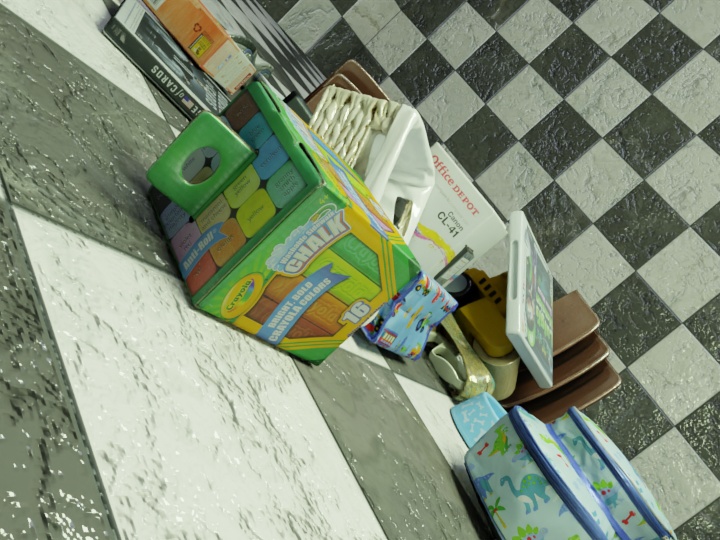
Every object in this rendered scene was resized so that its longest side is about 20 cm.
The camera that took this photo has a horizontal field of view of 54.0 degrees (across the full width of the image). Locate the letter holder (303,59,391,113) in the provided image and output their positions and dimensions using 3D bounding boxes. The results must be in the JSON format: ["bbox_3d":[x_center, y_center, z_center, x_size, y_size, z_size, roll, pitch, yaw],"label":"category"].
[{"bbox_3d":[0.001,-0.241,1.217,0.201,0.141,0.101,49,11,-17],"label":"letter holder"}]

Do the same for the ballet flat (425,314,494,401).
[{"bbox_3d":[0.114,0.104,0.994,0.070,0.070,0.202,37,16,-51],"label":"ballet flat"}]

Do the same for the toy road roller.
[{"bbox_3d":[0.201,0.081,1.068,0.125,0.142,0.202,88,-22,-43],"label":"toy road roller"}]

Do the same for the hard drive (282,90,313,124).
[{"bbox_3d":[-0.049,-0.178,1.069,0.202,0.033,0.140,54,4,-17],"label":"hard drive"}]

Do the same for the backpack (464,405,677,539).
[{"bbox_3d":[0.207,0.230,0.714,0.199,0.147,0.184,39,13,-36],"label":"backpack"}]

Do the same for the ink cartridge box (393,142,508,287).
[{"bbox_3d":[0.083,-0.053,0.991,0.149,0.199,0.085,54,12,28],"label":"ink cartridge box"}]

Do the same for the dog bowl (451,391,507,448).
[{"bbox_3d":[0.195,0.237,0.901,0.201,0.049,0.112,48,11,-14],"label":"dog bowl"}]

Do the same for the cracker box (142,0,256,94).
[{"bbox_3d":[-0.218,-0.321,0.953,0.134,0.058,0.200,48,4,-2],"label":"cracker box"}]

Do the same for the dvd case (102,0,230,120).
[{"bbox_3d":[-0.205,-0.221,0.819,0.200,0.025,0.151,45,12,-28],"label":"dvd case"}]

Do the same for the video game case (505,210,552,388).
[{"bbox_3d":[0.247,0.046,1.016,0.200,0.023,0.186,48,44,-51],"label":"video game case"}]

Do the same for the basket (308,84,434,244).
[{"bbox_3d":[0.007,-0.114,0.871,0.121,0.138,0.200,23,-10,18],"label":"basket"}]

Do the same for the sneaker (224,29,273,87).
[{"bbox_3d":[-0.209,-0.346,1.152,0.087,0.075,0.200,39,3,5],"label":"sneaker"}]

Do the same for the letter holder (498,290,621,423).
[{"bbox_3d":[0.298,0.153,1.128,0.144,0.196,0.102,63,-1,46],"label":"letter holder"}]

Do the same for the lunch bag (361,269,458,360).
[{"bbox_3d":[0.000,0.000,0.834,0.199,0.095,0.150,41,3,27],"label":"lunch bag"}]

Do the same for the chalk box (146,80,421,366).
[{"bbox_3d":[-0.066,-0.038,0.525,0.199,0.124,0.125,34,18,-53],"label":"chalk box"}]

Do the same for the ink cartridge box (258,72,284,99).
[{"bbox_3d":[-0.098,-0.220,1.224,0.200,0.047,0.199,58,14,21],"label":"ink cartridge box"}]

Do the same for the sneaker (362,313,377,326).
[{"bbox_3d":[-0.055,-0.028,0.699,0.200,0.075,0.088,45,0,-22],"label":"sneaker"}]
